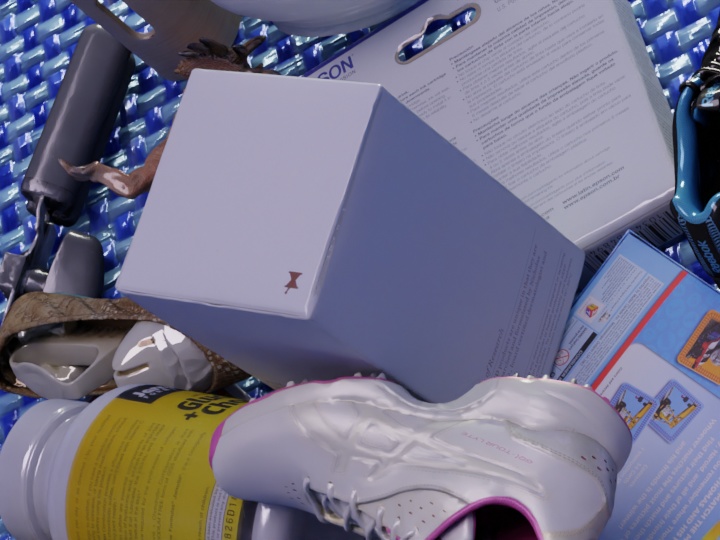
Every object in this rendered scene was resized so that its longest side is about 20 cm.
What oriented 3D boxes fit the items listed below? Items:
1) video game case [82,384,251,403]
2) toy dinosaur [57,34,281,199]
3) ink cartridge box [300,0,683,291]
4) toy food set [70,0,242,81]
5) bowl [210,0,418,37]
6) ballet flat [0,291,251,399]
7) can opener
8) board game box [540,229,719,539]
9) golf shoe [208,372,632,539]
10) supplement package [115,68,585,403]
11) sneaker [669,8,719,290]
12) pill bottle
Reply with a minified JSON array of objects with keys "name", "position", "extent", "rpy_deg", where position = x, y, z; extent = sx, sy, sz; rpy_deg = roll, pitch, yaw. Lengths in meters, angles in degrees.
[{"name":"video game case","position":[-0.098,0.128,1.478],"extent":[0.143,0.017,0.200],"rpy_deg":[-51,48,-1]},{"name":"toy dinosaur","position":[-0.070,-0.056,1.522],"extent":[0.136,0.086,0.200],"rpy_deg":[-45,53,-2]},{"name":"ink cartridge box","position":[0.068,-0.064,1.457],"extent":[0.196,0.043,0.200],"rpy_deg":[-30,51,20]},{"name":"toy food set","position":[-0.117,-0.230,1.609],"extent":[0.060,0.143,0.200],"rpy_deg":[-1,65,34]},{"name":"bowl","position":[-0.016,-0.191,1.529],"extent":[0.201,0.090,0.201],"rpy_deg":[-13,28,7]},{"name":"ballet flat","position":[-0.124,0.047,1.480],"extent":[0.200,0.071,0.065],"rpy_deg":[-5,36,41]},{"name":"can opener","position":[-0.162,-0.044,1.608],"extent":[0.067,0.053,0.200],"rpy_deg":[17,72,6]},{"name":"board game box","position":[0.156,0.090,1.313],"extent":[0.151,0.037,0.200],"rpy_deg":[-52,49,-1]},{"name":"golf shoe","position":[0.019,0.097,1.231],"extent":[0.200,0.075,0.092],"rpy_deg":[-4,53,23]},{"name":"supplement package","position":[0.000,0.000,1.311],"extent":[0.117,0.200,0.117],"rpy_deg":[9,73,36]},{"name":"sneaker","position":[0.197,-0.088,1.356],"extent":[0.073,0.082,0.200],"rpy_deg":[-9,59,32]},{"name":"pill bottle","position":[-0.086,0.117,1.390],"extent":[0.200,0.112,0.112],"rpy_deg":[7,69,37]}]
